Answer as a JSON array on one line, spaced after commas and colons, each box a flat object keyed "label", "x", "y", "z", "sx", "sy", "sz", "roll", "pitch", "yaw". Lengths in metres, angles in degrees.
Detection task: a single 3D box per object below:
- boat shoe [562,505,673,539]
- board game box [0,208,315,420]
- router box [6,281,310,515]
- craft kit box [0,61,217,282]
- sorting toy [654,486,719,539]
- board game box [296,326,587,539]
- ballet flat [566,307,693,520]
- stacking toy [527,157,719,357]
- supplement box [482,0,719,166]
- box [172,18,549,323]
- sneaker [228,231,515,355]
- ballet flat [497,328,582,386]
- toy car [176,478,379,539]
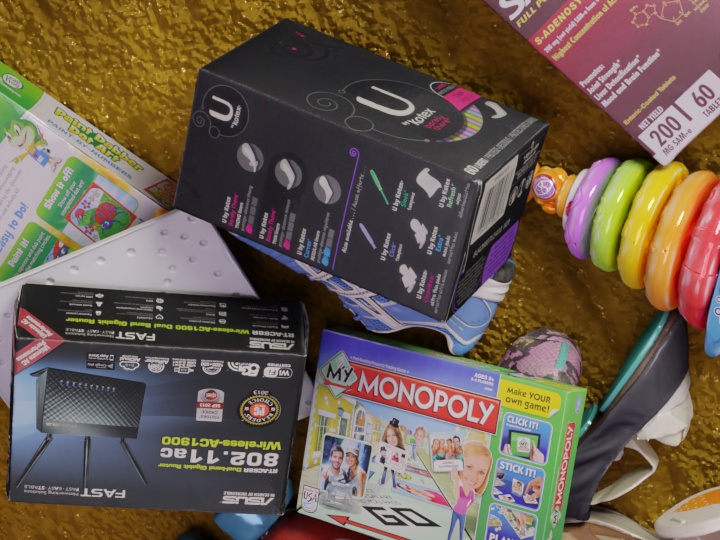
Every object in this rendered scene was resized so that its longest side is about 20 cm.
[{"label": "boat shoe", "x": 0.222, "y": 0.229, "z": 1.468, "sx": 0.200, "sy": 0.072, "sz": 0.076, "roll": 13, "pitch": 118, "yaw": 8}, {"label": "board game box", "x": -0.156, "y": 0.057, "z": 1.463, "sx": 0.200, "sy": 0.026, "sz": 0.200, "roll": -22, "pitch": 125, "yaw": 12}, {"label": "router box", "x": -0.142, "y": 0.091, "z": 1.434, "sx": 0.200, "sy": 0.062, "sz": 0.150, "roll": 4, "pitch": 127, "yaw": -7}, {"label": "craft kit box", "x": -0.230, "y": -0.015, "z": 1.485, "sx": 0.197, "sy": 0.049, "sz": 0.200, "roll": 34, "pitch": 119, "yaw": -6}, {"label": "sorting toy", "x": 0.325, "y": 0.202, "z": 1.359, "sx": 0.200, "sy": 0.180, "sz": 0.107, "roll": 46, "pitch": 72, "yaw": -11}, {"label": "board game box", "x": 0.051, "y": 0.124, "z": 1.421, "sx": 0.200, "sy": 0.029, "sz": 0.135, "roll": 13, "pitch": 99, "yaw": 34}, {"label": "ballet flat", "x": 0.183, "y": 0.104, "z": 1.420, "sx": 0.073, "sy": 0.073, "sz": 0.200, "roll": 33, "pitch": 126, "yaw": -3}, {"label": "stacking toy", "x": 0.173, "y": -0.036, "z": 1.350, "sx": 0.200, "sy": 0.110, "sz": 0.116, "roll": 21, "pitch": 118, "yaw": 20}, {"label": "supplement box", "x": 0.156, "y": -0.174, "z": 1.297, "sx": 0.200, "sy": 0.061, "sz": 0.109, "roll": 41, "pitch": 118, "yaw": -6}, {"label": "box", "x": 0.000, "y": -0.068, "z": 1.334, "sx": 0.200, "sy": 0.122, "sz": 0.106, "roll": 23, "pitch": 120, "yaw": 16}, {"label": "sneaker", "x": 0.000, "y": 0.000, "z": 1.412, "sx": 0.200, "sy": 0.076, "sz": 0.077, "roll": 18, "pitch": 114, "yaw": 7}, {"label": "ballet flat", "x": 0.088, "y": 0.127, "z": 1.454, "sx": 0.069, "sy": 0.071, "sz": 0.200, "roll": 32, "pitch": 119, "yaw": -3}, {"label": "toy car", "x": -0.065, "y": 0.276, "z": 1.493, "sx": 0.184, "sy": 0.200, "sz": 0.177, "roll": 40, "pitch": 118, "yaw": -7}]
